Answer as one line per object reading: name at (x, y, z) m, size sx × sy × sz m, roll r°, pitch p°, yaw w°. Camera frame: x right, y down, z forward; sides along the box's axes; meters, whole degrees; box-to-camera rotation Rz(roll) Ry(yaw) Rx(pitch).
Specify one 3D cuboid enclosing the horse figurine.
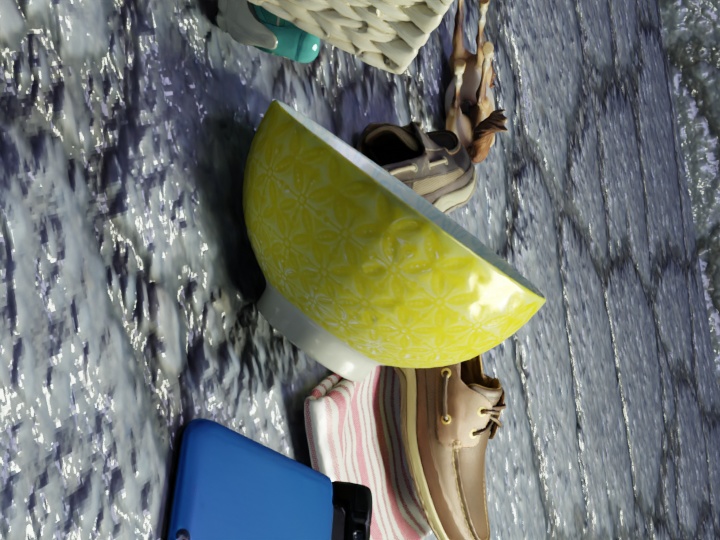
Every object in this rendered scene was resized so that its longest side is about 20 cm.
horse figurine at (0.097, -0.156, 1.452) m, size 0.201 × 0.049 × 0.134 m, roll -89°, pitch 178°, yaw -48°

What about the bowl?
bowl at (0.000, 0.000, 1.002) m, size 0.108 × 0.200 × 0.200 m, roll -54°, pitch 158°, yaw 5°

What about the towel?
towel at (0.011, 0.131, 1.128) m, size 0.200 × 0.030 × 0.148 m, roll -35°, pitch 115°, yaw -71°

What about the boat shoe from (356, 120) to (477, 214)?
boat shoe at (0.036, -0.074, 1.224) m, size 0.200 × 0.074 × 0.074 m, roll -57°, pitch 135°, yaw -64°

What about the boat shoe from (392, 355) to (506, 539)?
boat shoe at (0.065, 0.095, 1.165) m, size 0.072 × 0.067 × 0.203 m, roll -5°, pitch 85°, yaw -72°

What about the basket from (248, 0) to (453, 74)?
basket at (0.016, -0.232, 0.966) m, size 0.124 × 0.134 × 0.201 m, roll -55°, pitch -169°, yaw 54°

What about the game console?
game console at (-0.060, 0.211, 0.916) m, size 0.171 × 0.117 × 0.202 m, roll 109°, pitch -11°, yaw -56°

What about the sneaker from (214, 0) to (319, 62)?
sneaker at (-0.010, -0.185, 1.051) m, size 0.200 × 0.079 × 0.078 m, roll -47°, pitch 159°, yaw -41°
